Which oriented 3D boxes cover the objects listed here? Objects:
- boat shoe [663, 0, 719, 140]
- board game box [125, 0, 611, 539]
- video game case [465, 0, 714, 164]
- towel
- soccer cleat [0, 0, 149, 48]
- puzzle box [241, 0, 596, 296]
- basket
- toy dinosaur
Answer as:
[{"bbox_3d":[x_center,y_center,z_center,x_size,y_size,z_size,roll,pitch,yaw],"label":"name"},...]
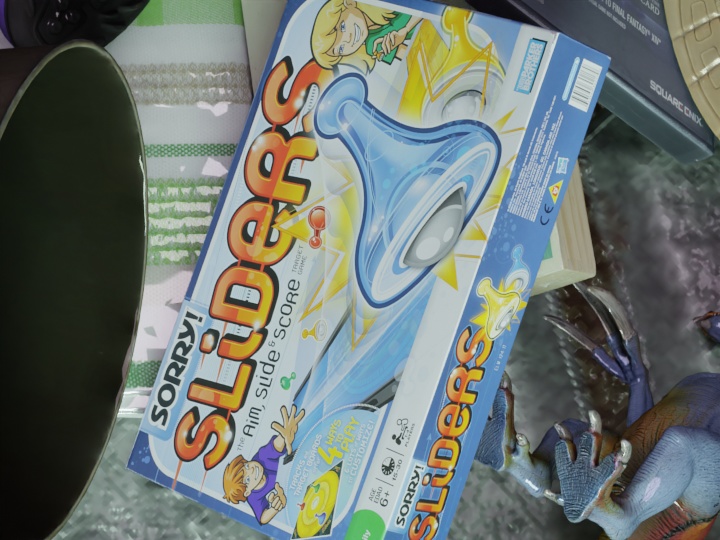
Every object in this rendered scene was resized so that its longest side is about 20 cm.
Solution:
[{"bbox_3d":[0.186,-0.058,1.030,0.072,0.065,0.200,-38,79,26],"label":"boat shoe"},{"bbox_3d":[0.000,0.000,0.961,0.135,0.034,0.201,18,90,43],"label":"board game box"},{"bbox_3d":[0.094,-0.159,1.041,0.143,0.019,0.201,31,53,-41],"label":"video game case"},{"bbox_3d":[-0.115,-0.037,1.056,0.149,0.031,0.201,0,71,-7],"label":"towel"},{"bbox_3d":[-0.107,-0.166,1.066,0.073,0.068,0.201,5,62,33],"label":"soccer cleat"},{"bbox_3d":[0.016,-0.076,1.032,0.133,0.025,0.201,-17,73,34],"label":"puzzle box"},{"bbox_3d":[-0.196,-0.005,0.958,0.199,0.136,0.181,9,92,21],"label":"basket"},{"bbox_3d":[0.115,0.064,0.988,0.181,0.105,0.201,5,89,-45],"label":"toy dinosaur"}]
